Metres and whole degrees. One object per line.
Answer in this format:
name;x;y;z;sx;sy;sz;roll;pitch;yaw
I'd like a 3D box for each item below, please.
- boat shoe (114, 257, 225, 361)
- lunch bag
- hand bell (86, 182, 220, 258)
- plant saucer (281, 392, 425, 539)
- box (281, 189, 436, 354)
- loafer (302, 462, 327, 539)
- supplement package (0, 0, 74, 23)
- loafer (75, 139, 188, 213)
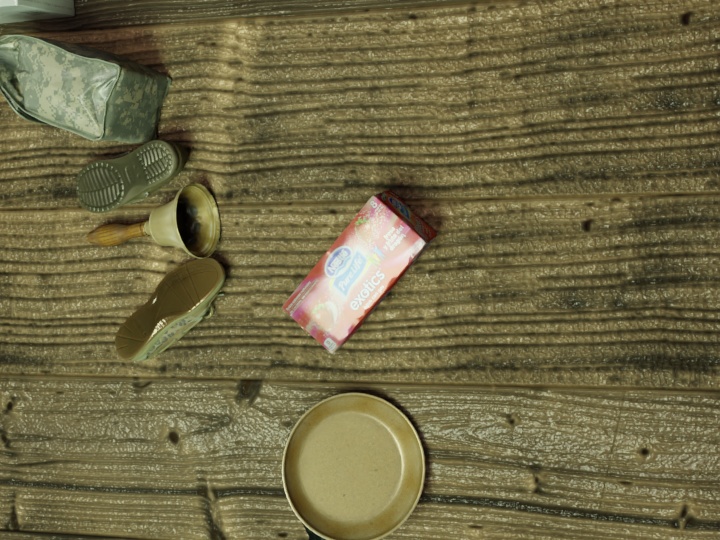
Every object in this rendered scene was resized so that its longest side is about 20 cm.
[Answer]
boat shoe;-0.264;0.056;1.406;0.199;0.063;0.074;-38;63;14
lunch bag;-0.386;-0.248;1.328;0.198;0.164;0.119;20;99;10
hand bell;-0.308;-0.060;1.392;0.198;0.104;0.106;-6;97;27
plant saucer;-0.011;0.270;1.350;0.197;0.035;0.203;1;81;-9
box;0.000;0.000;1.305;0.095;0.100;0.200;41;106;5
loafer;-0.045;0.351;1.397;0.071;0.073;0.203;-8;90;-24
supplement package;-0.497;-0.447;1.332;0.149;0.152;0.203;-1;98;14
loafer;-0.318;-0.131;1.384;0.198;0.067;0.077;-13;92;31
